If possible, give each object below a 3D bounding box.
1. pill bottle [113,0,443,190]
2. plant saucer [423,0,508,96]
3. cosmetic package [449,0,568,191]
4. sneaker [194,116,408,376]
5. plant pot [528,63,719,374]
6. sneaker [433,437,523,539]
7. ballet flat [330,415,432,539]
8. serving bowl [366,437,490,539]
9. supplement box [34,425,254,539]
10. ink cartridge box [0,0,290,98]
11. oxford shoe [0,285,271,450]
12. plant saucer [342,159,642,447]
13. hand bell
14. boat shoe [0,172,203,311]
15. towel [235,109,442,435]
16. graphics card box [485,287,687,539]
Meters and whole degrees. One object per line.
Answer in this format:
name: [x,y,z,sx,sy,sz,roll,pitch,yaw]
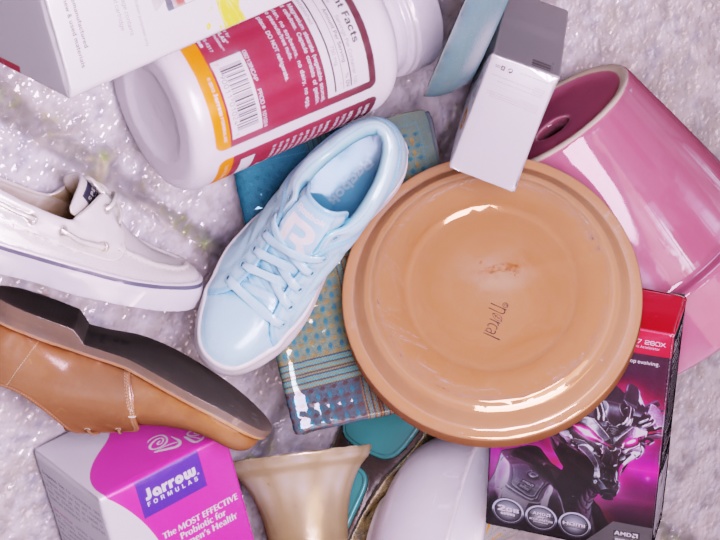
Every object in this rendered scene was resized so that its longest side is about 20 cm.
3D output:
pill bottle: [-0.050,-0.138,1.412,0.199,0.113,0.114,-25,119,-26]
plant saucer: [0.092,-0.200,1.412,0.027,0.200,0.201,23,94,0]
cosmetic package: [0.101,-0.125,1.469,0.050,0.200,0.083,19,109,1]
sneaker: [-0.043,-0.023,1.412,0.200,0.074,0.082,-55,171,-7]
plant pot: [0.185,-0.040,1.571,0.200,0.200,0.179,-41,109,-16]
sneaker: [0.080,0.128,1.622,0.092,0.076,0.201,-26,118,-20]
ballet flat: [0.011,0.141,1.589,0.071,0.071,0.201,31,87,-37]
serving bowl: [0.039,0.207,1.527,0.200,0.065,0.201,11,90,-79]
supplement box: [-0.133,0.198,1.481,0.101,0.103,0.201,-27,118,-25]
ink cartridge box: [-0.130,-0.191,1.319,0.199,0.145,0.084,-26,118,-25]
oxford shoe: [-0.155,0.079,1.408,0.199,0.071,0.072,22,100,1]
plant saucer: [0.086,0.016,1.437,0.200,0.200,0.032,-47,163,-12]
hand bell: [-0.031,0.226,1.511,0.104,0.104,0.201,-3,83,-33]
boat shoe: [-0.181,-0.026,1.393,0.199,0.071,0.070,16,100,-30]
towel: [0.000,0.000,1.481,0.146,0.022,0.201,-11,84,-17]
graphics card box: [0.154,0.099,1.519,0.051,0.125,0.201,-63,159,-52]
